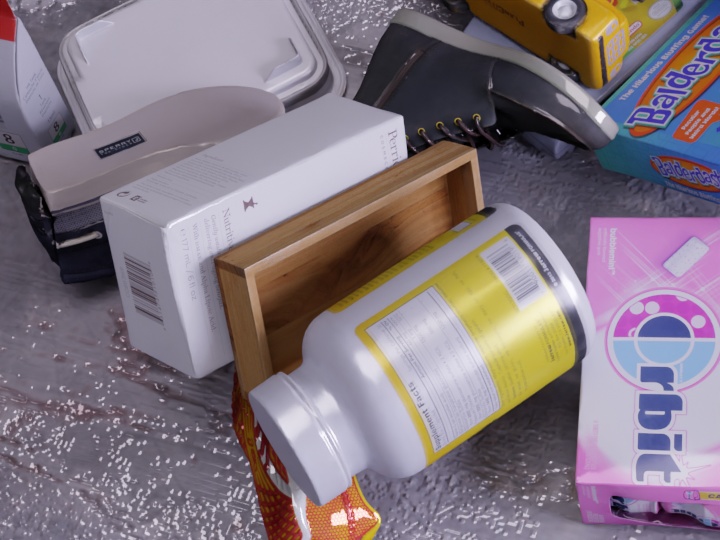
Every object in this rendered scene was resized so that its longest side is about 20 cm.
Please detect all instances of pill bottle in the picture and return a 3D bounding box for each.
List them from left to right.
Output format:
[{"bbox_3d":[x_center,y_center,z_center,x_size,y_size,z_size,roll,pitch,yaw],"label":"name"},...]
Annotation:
[{"bbox_3d":[0.035,0.054,1.073,0.199,0.112,0.112,-32,59,-12],"label":"pill bottle"}]

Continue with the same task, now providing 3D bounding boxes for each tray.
[{"bbox_3d":[0.000,0.000,1.138,0.199,0.100,0.037,-29,31,-34],"label":"tray"}]

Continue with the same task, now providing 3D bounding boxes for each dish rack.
[{"bbox_3d":[-0.126,-0.158,1.331,0.198,0.044,0.173,-27,60,-3],"label":"dish rack"}]

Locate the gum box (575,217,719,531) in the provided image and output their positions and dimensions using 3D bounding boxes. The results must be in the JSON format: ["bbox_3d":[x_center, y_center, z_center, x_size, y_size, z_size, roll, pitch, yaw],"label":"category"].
[{"bbox_3d":[0.198,0.067,1.118,0.112,0.066,0.202,0,60,13],"label":"gum box"}]

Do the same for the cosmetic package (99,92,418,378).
[{"bbox_3d":[-0.061,-0.027,1.153,0.199,0.114,0.081,-28,32,-31],"label":"cosmetic package"}]

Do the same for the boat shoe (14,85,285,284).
[{"bbox_3d":[-0.144,-0.061,1.260,0.198,0.093,0.075,-18,43,-15],"label":"boat shoe"}]

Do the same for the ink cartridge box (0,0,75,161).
[{"bbox_3d":[-0.311,-0.162,1.279,0.159,0.201,0.050,14,64,19],"label":"ink cartridge box"}]

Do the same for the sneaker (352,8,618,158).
[{"bbox_3d":[0.078,-0.097,1.214,0.199,0.075,0.107,27,83,37],"label":"sneaker"}]

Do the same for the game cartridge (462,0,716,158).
[{"bbox_3d":[0.167,-0.184,1.289,0.200,0.041,0.133,-42,57,-13],"label":"game cartridge"}]

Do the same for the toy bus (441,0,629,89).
[{"bbox_3d":[0.112,-0.212,1.260,0.199,0.065,0.078,37,72,28],"label":"toy bus"}]

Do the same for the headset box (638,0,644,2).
[{"bbox_3d":[0.184,-0.282,1.203,0.200,0.149,0.075,44,73,-2],"label":"headset box"}]

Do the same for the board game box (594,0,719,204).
[{"bbox_3d":[0.267,-0.110,1.170,0.152,0.045,0.199,-45,35,-17],"label":"board game box"}]

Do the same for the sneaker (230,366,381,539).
[{"bbox_3d":[-0.038,0.103,1.159,0.076,0.073,0.201,3,50,-25],"label":"sneaker"}]
